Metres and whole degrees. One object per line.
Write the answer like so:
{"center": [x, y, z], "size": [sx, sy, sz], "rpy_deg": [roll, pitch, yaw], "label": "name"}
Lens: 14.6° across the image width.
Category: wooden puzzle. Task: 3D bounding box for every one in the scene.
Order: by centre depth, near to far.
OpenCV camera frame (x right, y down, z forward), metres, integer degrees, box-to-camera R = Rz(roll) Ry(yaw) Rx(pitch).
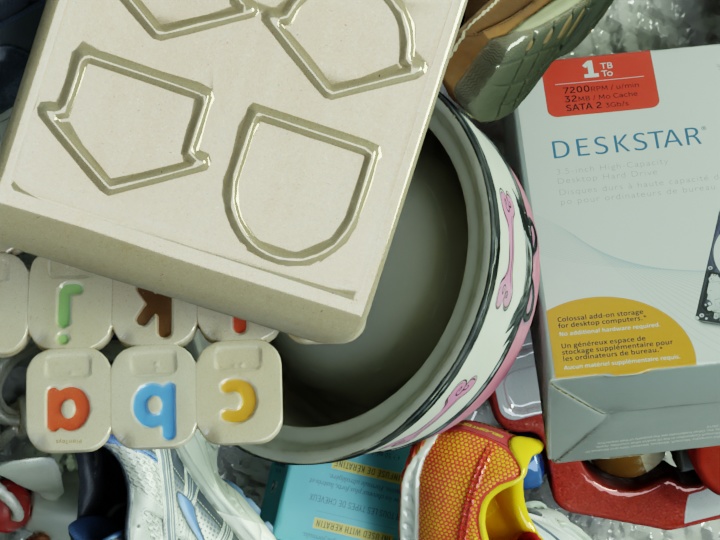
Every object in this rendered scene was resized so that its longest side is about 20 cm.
{"center": [-0.060, -0.084, 1.272], "size": [0.185, 0.046, 0.200], "rpy_deg": [18, 94, -17], "label": "wooden puzzle"}

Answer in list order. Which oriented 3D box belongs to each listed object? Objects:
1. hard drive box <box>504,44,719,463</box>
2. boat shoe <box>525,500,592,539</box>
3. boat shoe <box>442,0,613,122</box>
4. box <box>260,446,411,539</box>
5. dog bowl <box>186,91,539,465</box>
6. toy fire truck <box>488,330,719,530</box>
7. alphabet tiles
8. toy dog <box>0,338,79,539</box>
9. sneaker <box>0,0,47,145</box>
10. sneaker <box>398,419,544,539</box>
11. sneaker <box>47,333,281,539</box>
{"center": [0.159, -0.012, 1.419], "size": [0.156, 0.200, 0.077], "rpy_deg": [-6, 143, 0], "label": "hard drive box"}
{"center": [0.091, 0.163, 1.551], "size": [0.074, 0.067, 0.200], "rpy_deg": [-20, 142, 20], "label": "boat shoe"}
{"center": [0.073, -0.133, 1.385], "size": [0.074, 0.200, 0.076], "rpy_deg": [38, 117, 5], "label": "boat shoe"}
{"center": [-0.021, 0.181, 1.451], "size": [0.082, 0.049, 0.200], "rpy_deg": [13, 86, -10], "label": "box"}
{"center": [0.000, 0.000, 1.374], "size": [0.074, 0.200, 0.200], "rpy_deg": [16, 100, -54], "label": "dog bowl"}
{"center": [0.147, 0.053, 1.537], "size": [0.168, 0.112, 0.200], "rpy_deg": [-12, 115, 0], "label": "toy fire truck"}
{"center": [-0.097, -0.011, 1.326], "size": [0.200, 0.015, 0.196], "rpy_deg": [-3, 73, 2], "label": "alphabet tiles"}
{"center": [-0.192, 0.124, 1.357], "size": [0.200, 0.096, 0.132], "rpy_deg": [-21, 117, -23], "label": "toy dog"}
{"center": [-0.140, -0.167, 1.291], "size": [0.202, 0.077, 0.146], "rpy_deg": [-43, 126, -9], "label": "sneaker"}
{"center": [0.059, 0.170, 1.416], "size": [0.073, 0.077, 0.200], "rpy_deg": [-50, 146, -52], "label": "sneaker"}
{"center": [-0.099, 0.129, 1.363], "size": [0.085, 0.077, 0.200], "rpy_deg": [-38, 111, -34], "label": "sneaker"}
